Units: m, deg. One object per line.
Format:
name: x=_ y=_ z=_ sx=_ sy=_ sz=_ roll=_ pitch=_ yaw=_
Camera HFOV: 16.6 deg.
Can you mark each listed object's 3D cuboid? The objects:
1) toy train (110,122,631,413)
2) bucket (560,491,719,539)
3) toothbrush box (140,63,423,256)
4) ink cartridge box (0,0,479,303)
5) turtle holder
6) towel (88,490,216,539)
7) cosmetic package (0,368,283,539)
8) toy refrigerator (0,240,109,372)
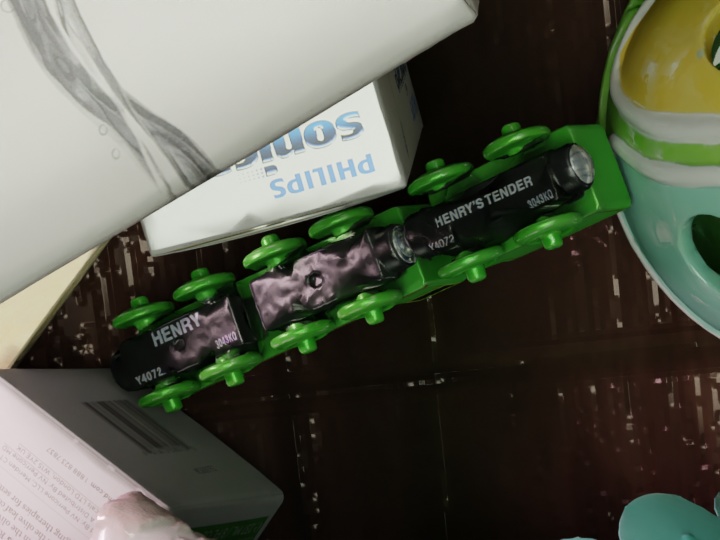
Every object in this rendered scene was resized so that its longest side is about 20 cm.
toy train: x=0.000 y=0.000 z=0.814 sx=0.200 sy=0.056 sz=0.042 roll=-24 pitch=81 yaw=33
bucket: x=0.108 y=0.189 z=0.788 sx=0.135 sy=0.207 sz=0.207 roll=42 pitch=103 yaw=40
toothbrush box: x=-0.046 y=-0.119 z=0.782 sx=0.085 sy=0.146 sz=0.200 roll=-16 pitch=100 yaw=6
ink cartridge box: x=-0.070 y=-0.058 z=0.646 sx=0.200 sy=0.147 sz=0.083 roll=-30 pitch=98 yaw=9
turtle holder: x=0.145 y=-0.057 z=0.791 sx=0.141 sy=0.132 sz=0.186 roll=-10 pitch=100 yaw=5
towel: x=-0.028 y=0.191 z=0.703 sx=0.200 sy=0.032 sz=0.191 roll=31 pitch=107 yaw=12
cosmetic package: x=-0.127 y=0.135 z=0.842 sx=0.085 sy=0.108 sz=0.200 roll=35 pitch=101 yaw=17
toy refrigerator: x=-0.162 y=0.045 z=0.851 sx=0.070 sy=0.076 sz=0.200 roll=37 pitch=99 yaw=-4
